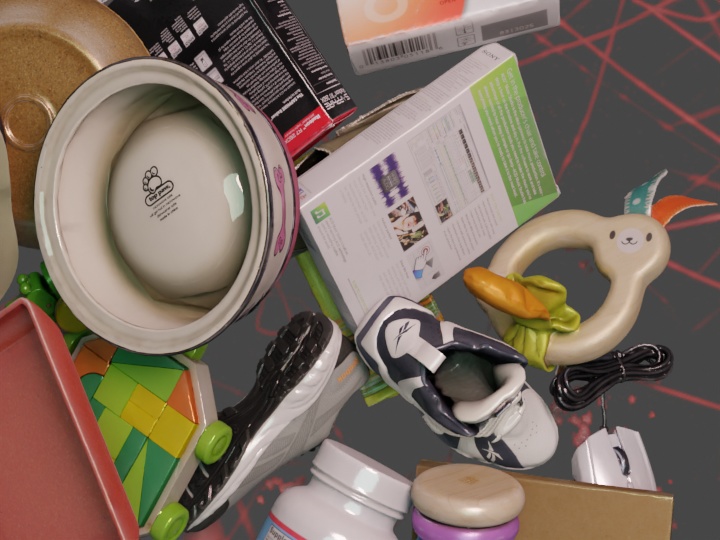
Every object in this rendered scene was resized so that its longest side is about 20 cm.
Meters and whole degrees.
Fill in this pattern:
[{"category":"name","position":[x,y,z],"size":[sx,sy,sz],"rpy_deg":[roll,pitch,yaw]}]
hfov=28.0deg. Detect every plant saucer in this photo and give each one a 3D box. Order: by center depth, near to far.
[{"category":"plant saucer","position":[-0.245,0.142,1.050],"size":[0.199,0.036,0.202],"rpy_deg":[-29,81,40]},{"category":"plant saucer","position":[-0.245,-0.113,1.087],"size":[0.197,0.035,0.203],"rpy_deg":[1,101,7]}]

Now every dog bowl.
[{"category":"dog bowl","position":[-0.129,-0.045,1.008],"size":[0.198,0.074,0.203],"rpy_deg":[3,97,28]}]

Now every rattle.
[{"category":"rattle","position":[0.170,-0.030,1.082],"size":[0.199,0.131,0.143],"rpy_deg":[-34,130,3]}]

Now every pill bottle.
[{"category":"pill bottle","position":[-0.036,0.236,1.087],"size":[0.108,0.109,0.202],"rpy_deg":[27,87,-3]}]

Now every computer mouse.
[{"category":"computer mouse","position":[0.202,0.161,1.123],"size":[0.108,0.044,0.203],"rpy_deg":[-6,93,-29]}]

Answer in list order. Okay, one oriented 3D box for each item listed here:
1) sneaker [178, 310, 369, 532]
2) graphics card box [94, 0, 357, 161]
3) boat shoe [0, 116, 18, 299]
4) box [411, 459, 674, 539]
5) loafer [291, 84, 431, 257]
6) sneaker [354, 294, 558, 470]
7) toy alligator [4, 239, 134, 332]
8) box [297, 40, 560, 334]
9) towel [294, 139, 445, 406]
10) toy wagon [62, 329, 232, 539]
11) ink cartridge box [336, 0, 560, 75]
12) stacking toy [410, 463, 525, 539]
[{"category":"sneaker","position":[-0.069,0.128,1.106],"size":[0.200,0.074,0.079],"rpy_deg":[-47,128,7]},{"category":"graphics card box","position":[-0.107,-0.165,1.086],"size":[0.125,0.051,0.201],"rpy_deg":[-35,91,33]},{"category":"boat shoe","position":[-0.291,-0.045,1.060],"size":[0.073,0.063,0.203],"rpy_deg":[-5,133,-21]},{"category":"box","position":[0.134,0.238,1.103],"size":[0.197,0.021,0.166],"rpy_deg":[5,97,15]},{"category":"loafer","position":[-0.001,-0.071,1.095],"size":[0.199,0.070,0.076],"rpy_deg":[-36,91,0]},{"category":"sneaker","position":[0.095,0.100,1.063],"size":[0.080,0.129,0.199],"rpy_deg":[-47,115,-5]},{"category":"toy alligator","position":[-0.231,0.013,1.091],"size":[0.198,0.059,0.055],"rpy_deg":[-26,128,-4]},{"category":"box","position":[0.050,-0.058,1.079],"size":[0.199,0.036,0.145],"rpy_deg":[-35,131,-11]},{"category":"towel","position":[0.000,0.000,1.137],"size":[0.085,0.018,0.202],"rpy_deg":[-27,91,-4]},{"category":"toy wagon","position":[-0.169,0.101,1.079],"size":[0.154,0.040,0.202],"rpy_deg":[31,95,22]},{"category":"ink cartridge box","position":[0.053,-0.257,1.081],"size":[0.160,0.050,0.203],"rpy_deg":[-13,68,5]},{"category":"stacking toy","position":[0.076,0.251,1.075],"size":[0.084,0.085,0.203],"rpy_deg":[1,104,-4]}]
